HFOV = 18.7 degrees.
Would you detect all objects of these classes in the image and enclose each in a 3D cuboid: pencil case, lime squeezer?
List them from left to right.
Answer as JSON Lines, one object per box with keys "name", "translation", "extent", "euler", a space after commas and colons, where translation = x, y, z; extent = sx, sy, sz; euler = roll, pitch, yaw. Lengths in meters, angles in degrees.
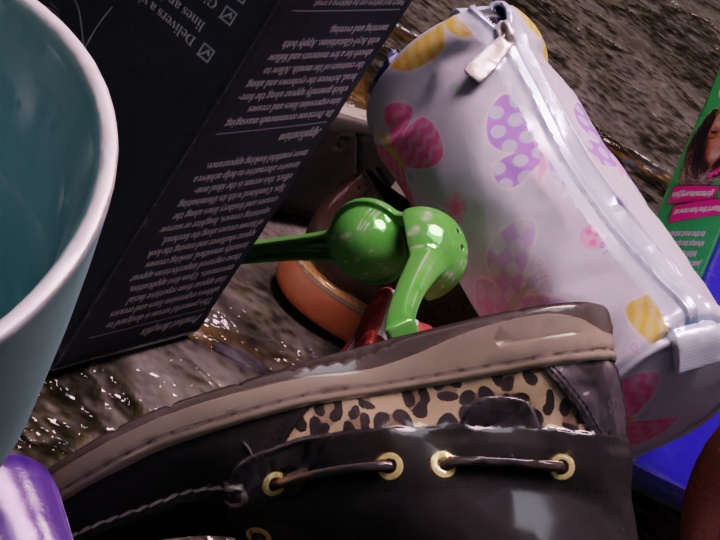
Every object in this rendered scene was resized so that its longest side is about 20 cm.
{"name": "lime squeezer", "translation": [0.000, 0.000, 0.857], "extent": [0.038, 0.071, 0.200], "euler": [57, -16, -22]}
{"name": "pencil case", "translation": [0.079, -0.018, 0.891], "extent": [0.083, 0.091, 0.200], "euler": [1, 47, -38]}

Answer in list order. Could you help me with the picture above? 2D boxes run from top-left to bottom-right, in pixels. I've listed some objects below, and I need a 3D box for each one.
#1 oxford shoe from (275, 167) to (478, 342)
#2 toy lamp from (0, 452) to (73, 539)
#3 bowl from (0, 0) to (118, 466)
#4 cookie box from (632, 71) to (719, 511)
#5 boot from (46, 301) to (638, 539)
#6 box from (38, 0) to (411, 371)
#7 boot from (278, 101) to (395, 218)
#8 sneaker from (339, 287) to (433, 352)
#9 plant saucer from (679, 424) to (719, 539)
{"name": "oxford shoe", "translation": [0.065, 0.018, 0.980], "extent": [0.200, 0.073, 0.071], "euler": [23, 24, -25]}
{"name": "toy lamp", "translation": [-0.145, 0.042, 0.676], "extent": [0.058, 0.058, 0.200], "euler": [7, 31, -47]}
{"name": "bowl", "translation": [-0.164, 0.007, 0.598], "extent": [0.201, 0.105, 0.201], "euler": [1, 45, -1]}
{"name": "cookie box", "translation": [0.208, 0.027, 0.967], "extent": [0.171, 0.200, 0.075], "euler": [27, -9, -16]}
{"name": "boot", "translation": [0.003, 0.104, 0.686], "extent": [0.073, 0.200, 0.151], "euler": [106, -32, -79]}
{"name": "box", "translation": [-0.091, -0.089, 0.822], "extent": [0.148, 0.200, 0.107], "euler": [42, 23, 17]}
{"name": "boot", "translation": [-0.086, -0.102, 1.027], "extent": [0.203, 0.074, 0.154], "euler": [18, 24, -47]}
{"name": "sneaker", "translation": [0.036, 0.077, 0.821], "extent": [0.115, 0.078, 0.200], "euler": [30, 24, -4]}
{"name": "plant saucer", "translation": [0.201, 0.130, 0.795], "extent": [0.200, 0.200, 0.037], "euler": [38, 43, 12]}
